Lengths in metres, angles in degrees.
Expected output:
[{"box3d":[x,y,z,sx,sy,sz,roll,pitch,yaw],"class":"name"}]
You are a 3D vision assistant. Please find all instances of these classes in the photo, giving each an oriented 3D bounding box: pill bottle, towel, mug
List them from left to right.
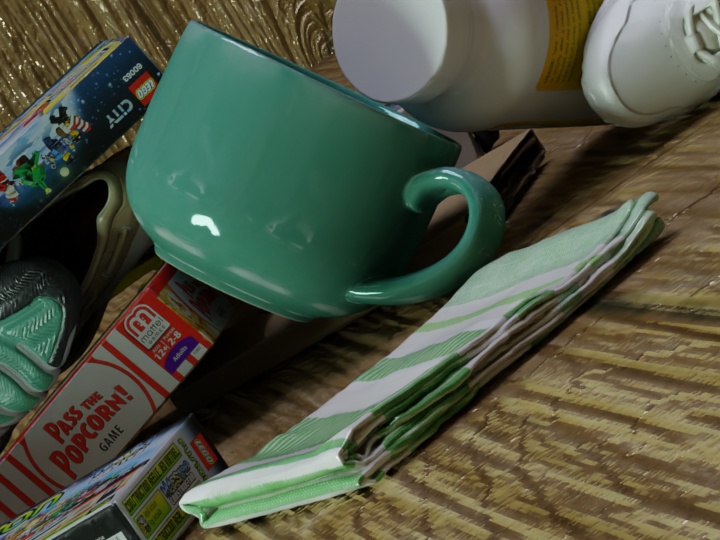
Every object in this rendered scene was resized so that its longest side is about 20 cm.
[{"box3d":[-0.034,-0.039,1.464,0.114,0.152,0.185,-64,27,5],"class":"mug"},{"box3d":[0.026,0.039,1.245,0.200,0.023,0.153,-39,8,-32],"class":"towel"},{"box3d":[0.076,-0.124,1.515,0.104,0.104,0.200,-28,-14,36],"class":"pill bottle"}]

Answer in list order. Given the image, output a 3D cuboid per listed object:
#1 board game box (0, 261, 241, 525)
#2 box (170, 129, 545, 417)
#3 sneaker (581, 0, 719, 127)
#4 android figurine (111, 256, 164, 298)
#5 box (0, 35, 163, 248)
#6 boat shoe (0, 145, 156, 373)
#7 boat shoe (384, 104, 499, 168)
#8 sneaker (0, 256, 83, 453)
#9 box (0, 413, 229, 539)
[{"box3d":[-0.124,0.056,1.551,0.152,0.046,0.200,-49,3,13],"class":"board game box"},{"box3d":[0.000,0.000,1.610,0.200,0.021,0.163,-30,9,23],"class":"box"},{"box3d":[0.198,-0.140,1.463,0.200,0.078,0.099,-36,11,-11],"class":"sneaker"},{"box3d":[-0.061,-0.036,1.683,0.200,0.041,0.182,-32,-30,19],"class":"android figurine"},{"box3d":[-0.190,-0.043,1.560,0.200,0.038,0.137,-43,9,-5],"class":"box"},{"box3d":[-0.169,0.000,1.603,0.068,0.075,0.200,-9,-32,-53],"class":"boat shoe"},{"box3d":[-0.001,-0.054,1.817,0.200,0.075,0.093,-24,3,15],"class":"boat shoe"},{"box3d":[-0.205,0.059,1.584,0.200,0.074,0.088,-51,-2,27],"class":"sneaker"},{"box3d":[-0.160,0.142,1.337,0.200,0.035,0.110,-31,8,22],"class":"box"}]
